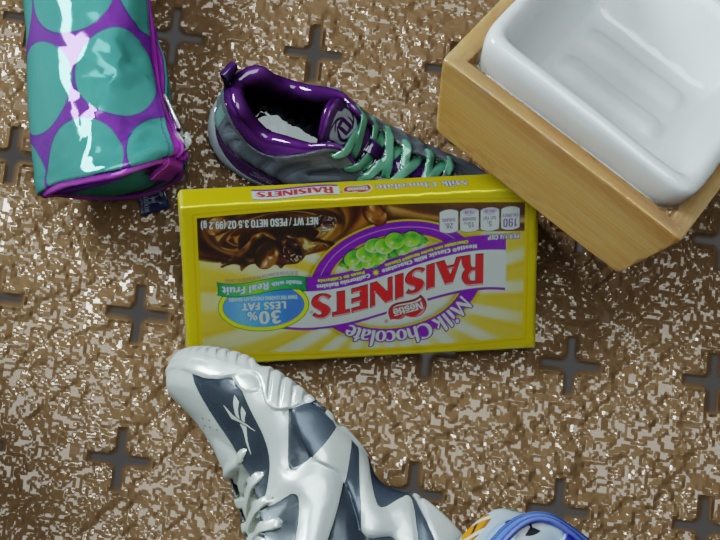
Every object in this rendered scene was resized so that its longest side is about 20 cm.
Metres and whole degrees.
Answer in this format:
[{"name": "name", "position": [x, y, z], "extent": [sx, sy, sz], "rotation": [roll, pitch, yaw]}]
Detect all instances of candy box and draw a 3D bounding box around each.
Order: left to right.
[{"name": "candy box", "position": [0.000, 0.000, 1.376], "extent": [0.198, 0.026, 0.103], "rotation": [-3, 119, -5]}]

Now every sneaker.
[{"name": "sneaker", "position": [-0.051, 0.142, 1.336], "extent": [0.199, 0.079, 0.130], "rotation": [42, 68, -4]}, {"name": "sneaker", "position": [0.006, -0.055, 1.387], "extent": [0.199, 0.088, 0.075], "rotation": [22, 75, 2]}]

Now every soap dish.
[{"name": "soap dish", "position": [0.140, -0.098, 1.371], "extent": [0.157, 0.081, 0.200], "rotation": [38, 40, 4]}]

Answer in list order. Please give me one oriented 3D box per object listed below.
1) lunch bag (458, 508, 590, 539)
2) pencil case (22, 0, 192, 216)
[{"name": "lunch bag", "position": [0.074, 0.233, 1.302], "extent": [0.160, 0.075, 0.200], "rotation": [40, 76, -15]}, {"name": "pencil case", "position": [-0.145, -0.137, 1.399], "extent": [0.092, 0.085, 0.202], "rotation": [-9, 76, 10]}]
